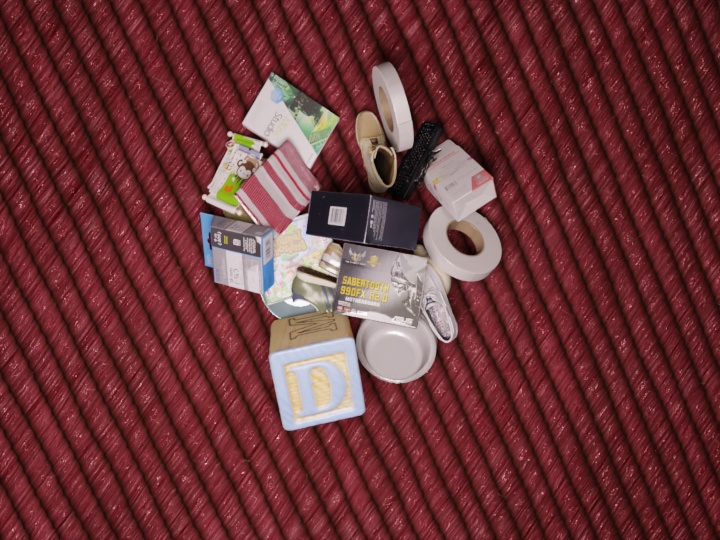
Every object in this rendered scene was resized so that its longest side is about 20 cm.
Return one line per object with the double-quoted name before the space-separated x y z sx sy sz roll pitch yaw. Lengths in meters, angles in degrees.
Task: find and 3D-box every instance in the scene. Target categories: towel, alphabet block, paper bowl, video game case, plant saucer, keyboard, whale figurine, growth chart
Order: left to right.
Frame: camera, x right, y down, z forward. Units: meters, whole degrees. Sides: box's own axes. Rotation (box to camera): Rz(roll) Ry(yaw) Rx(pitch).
"growth chart" -0.291 -0.230 1.415 0.142 0.018 0.204 13 74 24
"towel" -0.188 -0.188 1.405 0.145 0.023 0.201 51 60 -22
"video game case" -0.156 -0.032 1.448 0.196 0.022 0.186 -16 94 -4
"plant saucer" -0.151 0.027 1.482 0.196 0.039 0.206 0 93 -4
"alphabet block" -0.103 0.222 1.397 0.191 0.200 0.200 -9 108 -5
"paper bowl" 0.085 0.178 1.442 0.196 0.105 0.205 5 114 10
"whale figurine" 0.131 0.013 1.489 0.196 0.103 0.163 15 100 17
"keyboard" 0.135 -0.273 1.464 0.039 0.103 0.203 26 90 -46

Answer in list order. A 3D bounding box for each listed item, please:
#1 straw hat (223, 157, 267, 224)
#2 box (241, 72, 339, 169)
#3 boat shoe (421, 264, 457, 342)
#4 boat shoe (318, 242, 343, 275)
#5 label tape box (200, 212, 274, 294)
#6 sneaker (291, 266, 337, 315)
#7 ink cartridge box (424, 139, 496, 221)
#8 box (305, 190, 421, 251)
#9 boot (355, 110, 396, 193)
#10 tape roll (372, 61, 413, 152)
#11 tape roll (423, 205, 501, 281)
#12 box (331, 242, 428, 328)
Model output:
"straw hat" -0.248 -0.173 1.440 0.196 0.085 0.207 0 93 -4
"box" -0.169 -0.363 1.464 0.198 0.036 0.146 32 90 -7
"boat shoe" 0.166 0.074 1.394 0.071 0.068 0.204 -19 92 14
"boat shoe" 0.000 0.000 1.429 0.197 0.075 0.070 25 86 -17
"label tape box" -0.299 -0.040 1.392 0.196 0.063 0.147 12 119 17
"sneaker" -0.073 0.066 1.426 0.196 0.067 0.091 21 105 -11
"ink cartridge box" 0.227 -0.224 1.458 0.115 0.201 0.068 -31 137 -2
"box" 0.007 -0.114 1.377 0.180 0.197 0.107 7 93 -47
"boot" 0.039 -0.290 1.425 0.070 0.155 0.205 -12 94 -4
"tape roll" 0.075 -0.380 1.402 0.036 0.203 0.207 -18 94 -4
"tape roll" 0.247 -0.070 1.453 0.198 0.037 0.206 12 53 -16
"box" 0.045 0.035 1.356 0.195 0.048 0.162 11 85 5
